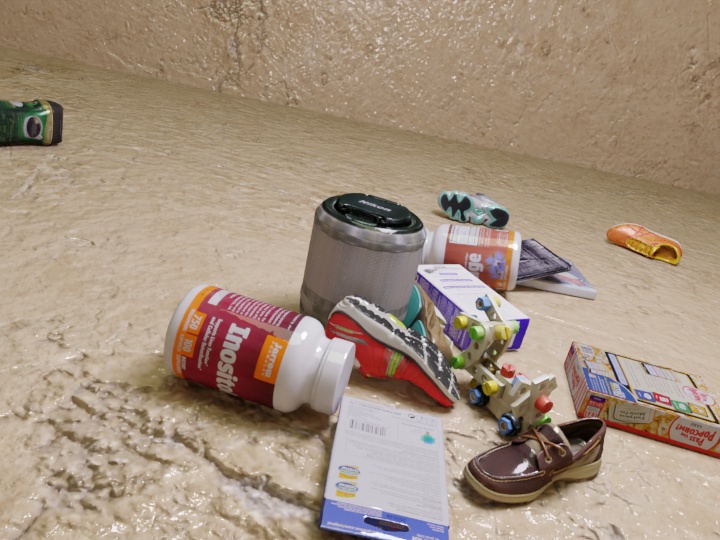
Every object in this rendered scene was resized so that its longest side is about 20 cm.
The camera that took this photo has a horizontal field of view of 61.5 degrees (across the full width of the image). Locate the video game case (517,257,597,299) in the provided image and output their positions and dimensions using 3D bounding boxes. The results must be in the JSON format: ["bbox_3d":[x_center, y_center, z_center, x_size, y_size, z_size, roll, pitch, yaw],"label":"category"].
[{"bbox_3d":[0.390,-0.001,1.325,0.199,0.023,0.182,11,23,-5],"label":"video game case"}]

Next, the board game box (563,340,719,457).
[{"bbox_3d":[0.407,0.179,0.873,0.199,0.046,0.152,16,22,6],"label":"board game box"}]

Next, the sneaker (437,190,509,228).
[{"bbox_3d":[0.292,-0.175,1.629,0.199,0.078,0.140,19,20,-10],"label":"sneaker"}]

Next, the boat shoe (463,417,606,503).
[{"bbox_3d":[0.202,0.200,0.677,0.199,0.072,0.072,0,25,-29],"label":"boat shoe"}]

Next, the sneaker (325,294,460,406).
[{"bbox_3d":[0.041,0.115,0.793,0.200,0.085,0.077,38,19,2],"label":"sneaker"}]

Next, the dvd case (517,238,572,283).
[{"bbox_3d":[0.310,-0.016,1.257,0.199,0.016,0.149,-11,29,-14],"label":"dvd case"}]

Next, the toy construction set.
[{"bbox_3d":[0.185,0.128,0.760,0.092,0.132,0.200,5,24,-18],"label":"toy construction set"}]

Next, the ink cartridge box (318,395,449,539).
[{"bbox_3d":[0.026,0.206,0.609,0.119,0.042,0.200,13,20,0],"label":"ink cartridge box"}]

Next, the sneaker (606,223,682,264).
[{"bbox_3d":[0.778,-0.077,1.658,0.199,0.073,0.077,18,33,19],"label":"sneaker"}]

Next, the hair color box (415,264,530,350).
[{"bbox_3d":[0.171,0.059,1.010,0.109,0.065,0.200,-1,28,-28],"label":"hair color box"}]

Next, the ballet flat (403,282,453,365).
[{"bbox_3d":[0.102,0.087,0.916,0.072,0.068,0.200,28,18,-17],"label":"ballet flat"}]

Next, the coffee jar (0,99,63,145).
[{"bbox_3d":[-0.780,-0.337,1.375,0.085,0.105,0.200,30,27,30],"label":"coffee jar"}]

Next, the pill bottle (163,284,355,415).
[{"bbox_3d":[-0.112,0.095,0.701,0.199,0.113,0.113,16,22,9],"label":"pill bottle"}]

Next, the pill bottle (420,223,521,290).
[{"bbox_3d":[0.198,-0.028,1.151,0.199,0.113,0.112,7,21,12],"label":"pill bottle"}]

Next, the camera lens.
[{"bbox_3d":[0.000,0.000,0.873,0.159,0.201,0.160,11,23,-5],"label":"camera lens"}]
